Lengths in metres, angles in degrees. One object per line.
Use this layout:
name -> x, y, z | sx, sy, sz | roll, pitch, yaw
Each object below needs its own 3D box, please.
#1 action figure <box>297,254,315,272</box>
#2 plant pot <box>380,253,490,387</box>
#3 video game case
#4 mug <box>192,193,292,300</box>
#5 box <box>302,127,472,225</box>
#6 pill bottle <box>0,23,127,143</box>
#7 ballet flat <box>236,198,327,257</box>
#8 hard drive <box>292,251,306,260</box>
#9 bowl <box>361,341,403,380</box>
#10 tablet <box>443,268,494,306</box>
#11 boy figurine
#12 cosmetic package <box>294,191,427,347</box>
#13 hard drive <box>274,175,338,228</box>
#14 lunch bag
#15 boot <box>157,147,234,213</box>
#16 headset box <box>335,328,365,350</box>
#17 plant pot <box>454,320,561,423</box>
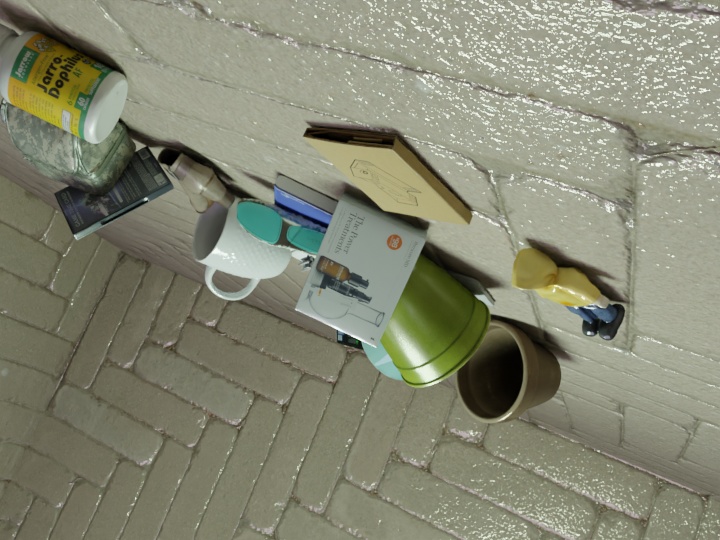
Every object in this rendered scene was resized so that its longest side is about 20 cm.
action figure -> -0.039, -0.018, 1.536 | 0.128, 0.071, 0.199 | -2, 165, 32
plant pot -> 0.092, 0.060, 1.373 | 0.193, 0.201, 0.199 | 48, 160, -22
video game case -> -0.462, -0.149, 1.480 | 0.143, 0.198, 0.019 | 48, 163, 40
mug -> -0.242, -0.037, 1.608 | 0.173, 0.203, 0.147 | 22, -173, -33
box -> 0.038, -0.123, 1.047 | 0.162, 0.022, 0.199 | 15, 166, 42
pill bottle -> -0.456, -0.279, 1.165 | 0.197, 0.115, 0.113 | 26, 169, -4
ballet flat -> -0.129, -0.071, 1.416 | 0.197, 0.073, 0.072 | 24, 169, 8
hard drive -> -0.074, -0.026, 1.738 | 0.130, 0.027, 0.200 | 27, 168, -13
bowl -> 0.106, 0.109, 1.563 | 0.198, 0.204, 0.105 | 28, 157, -19
tablet -> 0.148, 0.017, 1.483 | 0.197, 0.014, 0.130 | 18, 167, 30
boy figurine -> 0.290, 0.032, 1.112 | 0.198, 0.066, 0.124 | 28, 172, -33
cosmetic package -> 0.000, 0.000, 1.254 | 0.148, 0.203, 0.052 | 23, -159, -2
hard drive -> -0.092, -0.105, 1.409 | 0.130, 0.026, 0.200 | 26, 169, -2
lunch bag -> -0.535, -0.250, 1.437 | 0.197, 0.141, 0.169 | 22, 158, 18
boot -> -0.325, -0.177, 1.510 | 0.146, 0.071, 0.198 | 39, 162, -32
headset box -> 0.069, 0.111, 1.710 | 0.196, 0.095, 0.173 | -3, -177, -29
plant pot -> 0.319, 0.213, 1.627 | 0.172, 0.205, 0.199 | 11, 179, -38
